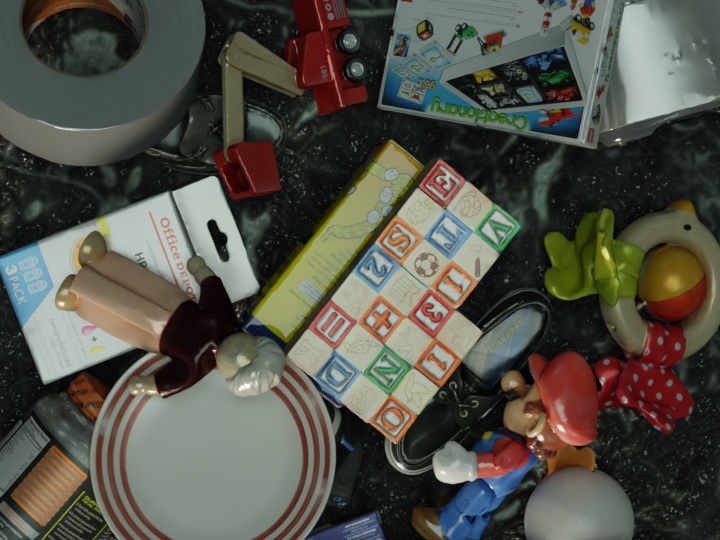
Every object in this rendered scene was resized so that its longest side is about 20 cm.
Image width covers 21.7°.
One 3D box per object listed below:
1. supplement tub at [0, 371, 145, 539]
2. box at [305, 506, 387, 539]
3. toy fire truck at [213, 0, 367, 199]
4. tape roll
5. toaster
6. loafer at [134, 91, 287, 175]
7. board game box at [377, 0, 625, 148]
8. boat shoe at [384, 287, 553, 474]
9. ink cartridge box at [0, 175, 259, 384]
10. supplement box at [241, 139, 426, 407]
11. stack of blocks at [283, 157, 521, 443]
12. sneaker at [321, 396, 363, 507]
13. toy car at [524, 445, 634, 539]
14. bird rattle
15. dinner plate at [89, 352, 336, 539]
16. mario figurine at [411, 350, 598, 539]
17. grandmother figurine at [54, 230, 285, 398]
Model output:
[{"bbox_3d":[-0.264,0.191,1.578,0.122,0.123,0.200,42,89,-5],"label":"supplement tub"},{"bbox_3d":[-0.010,0.322,1.646,0.120,0.032,0.202,-19,92,-3],"label":"box"},{"bbox_3d":[-0.068,-0.172,1.582,0.140,0.049,0.202,-15,93,-28],"label":"toy fire truck"},{"bbox_3d":[-0.228,-0.190,1.550,0.198,0.066,0.202,4,65,-8],"label":"tape roll"},{"bbox_3d":[0.272,-0.186,1.601,0.198,0.114,0.130,-15,91,0],"label":"toaster"},{"bbox_3d":[-0.161,-0.120,1.599,0.198,0.063,0.073,4,92,-4],"label":"loafer"},{"bbox_3d":[0.116,-0.181,1.579,0.198,0.035,0.128,13,93,30],"label":"board game box"},{"bbox_3d":[0.093,0.095,1.630,0.069,0.057,0.200,40,89,-5],"label":"boat shoe"},{"bbox_3d":[-0.195,0.005,1.600,0.198,0.068,0.116,-22,94,-3],"label":"ink cartridge box"},{"bbox_3d":[0.000,0.000,1.593,0.109,0.109,0.200,39,89,-5],"label":"supplement box"},{"bbox_3d":[0.043,0.023,1.513,0.115,0.059,0.201,38,90,-6],"label":"stack of blocks"},{"bbox_3d":[-0.070,0.197,1.618,0.111,0.073,0.200,27,111,-31],"label":"sneaker"},{"bbox_3d":[0.182,0.248,1.615,0.183,0.177,0.202,9,56,-27],"label":"toy car"},{"bbox_3d":[0.255,0.029,1.621,0.162,0.113,0.201,-33,98,-19],"label":"bird rattle"},{"bbox_3d":[-0.119,0.151,1.519,0.198,0.024,0.202,0,74,1],"label":"dinner plate"},{"bbox_3d":[0.119,0.141,1.604,0.106,0.124,0.200,36,106,-15],"label":"mario figurine"},{"bbox_3d":[-0.149,0.047,1.505,0.199,0.061,0.122,24,90,20],"label":"grandmother figurine"}]
